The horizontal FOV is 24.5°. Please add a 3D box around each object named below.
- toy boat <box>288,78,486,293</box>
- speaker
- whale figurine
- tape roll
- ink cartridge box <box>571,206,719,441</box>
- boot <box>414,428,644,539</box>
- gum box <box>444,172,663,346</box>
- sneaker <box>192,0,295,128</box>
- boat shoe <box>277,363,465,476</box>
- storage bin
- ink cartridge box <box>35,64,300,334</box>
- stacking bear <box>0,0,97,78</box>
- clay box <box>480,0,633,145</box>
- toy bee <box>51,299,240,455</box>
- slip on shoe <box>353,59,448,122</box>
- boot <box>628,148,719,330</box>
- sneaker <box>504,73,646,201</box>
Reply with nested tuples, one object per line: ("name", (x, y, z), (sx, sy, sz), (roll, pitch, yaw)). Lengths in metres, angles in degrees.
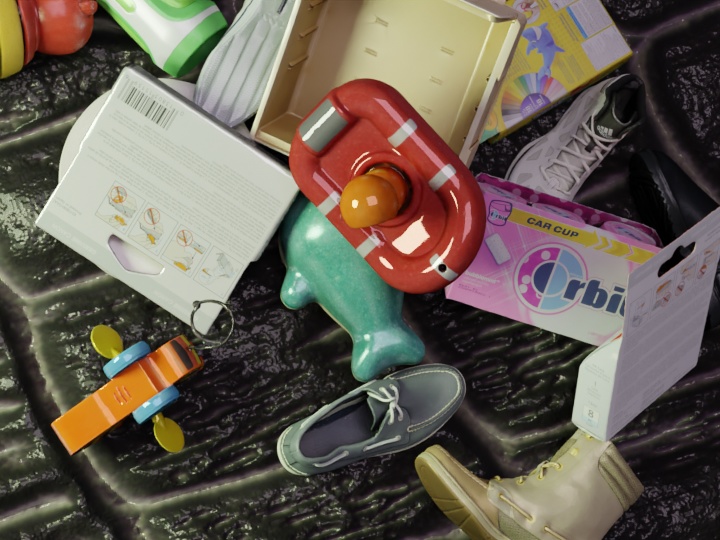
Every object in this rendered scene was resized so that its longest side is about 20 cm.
("toy boat", (0.019, -0.066, 1.471), (0.200, 0.131, 0.130), (47, 113, -1))
("speaker", (-0.223, -0.284, 1.615), (0.200, 0.088, 0.088), (46, 74, 1))
("whale figurine", (0.000, 0.000, 1.590), (0.157, 0.104, 0.202), (-17, 79, -14))
("tape roll", (-0.192, -0.085, 1.607), (0.200, 0.037, 0.206), (2, 79, -10))
("ink cartridge box", (0.272, 0.043, 1.573), (0.047, 0.202, 0.159), (30, 45, 33))
("boot", (0.164, 0.200, 1.598), (0.200, 0.073, 0.156), (42, 75, -2))
("gum box", (0.181, -0.009, 1.623), (0.198, 0.066, 0.115), (17, 109, -7))
("sneaker", (-0.099, -0.219, 1.618), (0.073, 0.071, 0.201), (34, 80, -9))
("boat shoe", (0.017, 0.142, 1.587), (0.198, 0.062, 0.074), (-21, 83, -14))
("storage bin", (0.028, -0.184, 1.554), (0.197, 0.094, 0.202), (25, 111, 9))
("ink cartridge box", (-0.178, -0.067, 1.566), (0.199, 0.044, 0.175), (33, 99, -3))
("stacking bear", (-0.351, -0.235, 1.574), (0.198, 0.121, 0.115), (-13, 79, -21))
("clay box", (0.165, -0.215, 1.696), (0.199, 0.048, 0.116), (-31, 84, -13))
("toy bee", (-0.186, 0.105, 1.547), (0.198, 0.109, 0.133), (-14, 89, 12))
("slip on shoe", (0.011, -0.203, 1.640), (0.199, 0.061, 0.075), (30, 100, 10))
("boot", (0.382, -0.059, 1.690), (0.167, 0.076, 0.202), (-26, 91, -11))
("sneaker", (0.213, -0.123, 1.652), (0.075, 0.115, 0.201), (39, 75, -1))
